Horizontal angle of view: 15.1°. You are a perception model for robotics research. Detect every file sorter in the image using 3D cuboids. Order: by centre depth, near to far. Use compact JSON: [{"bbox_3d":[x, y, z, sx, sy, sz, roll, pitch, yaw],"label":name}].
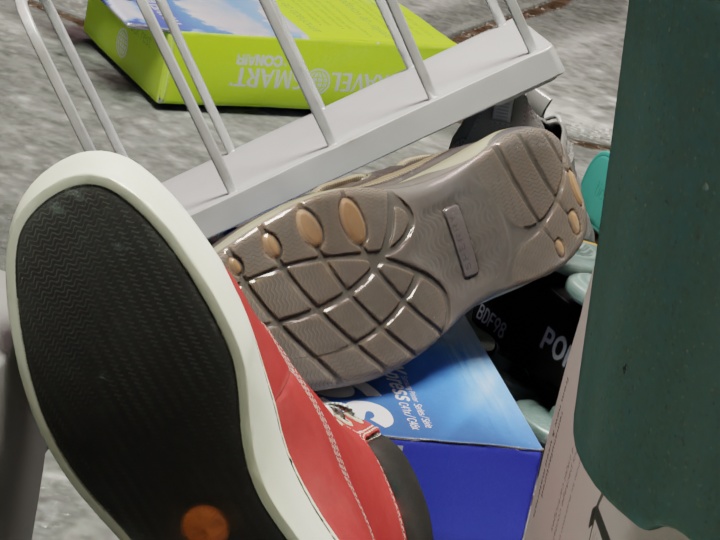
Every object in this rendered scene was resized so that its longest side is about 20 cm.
[{"bbox_3d":[-0.034,-0.105,1.176,0.199,0.125,0.139,-24,11,1],"label":"file sorter"}]

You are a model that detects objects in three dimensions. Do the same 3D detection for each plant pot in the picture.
[{"bbox_3d":[0.146,-0.027,0.710,0.199,0.197,0.200,10,21,-4],"label":"plant pot"}]

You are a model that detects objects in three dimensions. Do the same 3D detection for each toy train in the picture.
[{"bbox_3d":[0.121,0.045,1.106,0.114,0.086,0.200,15,14,-31],"label":"toy train"}]

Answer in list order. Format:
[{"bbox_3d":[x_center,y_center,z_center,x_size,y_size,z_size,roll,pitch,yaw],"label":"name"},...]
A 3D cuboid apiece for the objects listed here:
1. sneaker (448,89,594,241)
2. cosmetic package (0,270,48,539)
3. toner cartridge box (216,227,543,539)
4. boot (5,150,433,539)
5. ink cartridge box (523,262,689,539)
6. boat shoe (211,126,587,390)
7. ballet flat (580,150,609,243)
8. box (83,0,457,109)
[{"bbox_3d":[0.080,-0.043,1.267,0.074,0.082,0.200,15,2,6],"label":"sneaker"},{"bbox_3d":[-0.159,0.072,0.821,0.090,0.107,0.200,13,18,5],"label":"cosmetic package"},{"bbox_3d":[0.000,0.042,1.084,0.095,0.043,0.200,7,21,-16],"label":"toner cartridge box"},{"bbox_3d":[-0.040,0.042,0.889,0.072,0.201,0.144,-24,11,17],"label":"boot"},{"bbox_3d":[0.141,0.107,0.844,0.147,0.145,0.200,9,22,-9],"label":"ink cartridge box"},{"bbox_3d":[0.000,0.000,1.052,0.199,0.075,0.073,-18,5,-38],"label":"boat shoe"},{"bbox_3d":[0.156,-0.010,1.291,0.063,0.069,0.200,21,18,-16],"label":"ballet flat"},{"bbox_3d":[-0.059,-0.128,1.498,0.199,0.048,0.122,1,22,-28],"label":"box"}]
